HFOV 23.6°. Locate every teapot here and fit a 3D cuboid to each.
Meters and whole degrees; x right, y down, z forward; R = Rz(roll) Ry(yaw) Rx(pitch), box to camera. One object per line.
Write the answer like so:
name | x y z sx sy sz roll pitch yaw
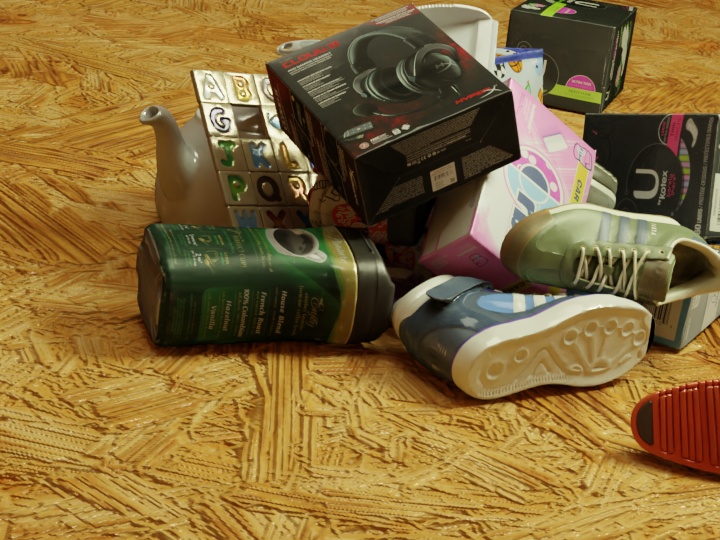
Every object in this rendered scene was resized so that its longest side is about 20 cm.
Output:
teapot | -0.097 -0.107 1.643 0.197 0.146 0.200 9 19 4

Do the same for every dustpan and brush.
dustpan and brush | 0.022 -0.200 1.623 0.200 0.057 0.140 -3 53 16

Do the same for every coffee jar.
coffee jar | -0.077 0.012 1.400 0.200 0.085 0.104 0 28 -18

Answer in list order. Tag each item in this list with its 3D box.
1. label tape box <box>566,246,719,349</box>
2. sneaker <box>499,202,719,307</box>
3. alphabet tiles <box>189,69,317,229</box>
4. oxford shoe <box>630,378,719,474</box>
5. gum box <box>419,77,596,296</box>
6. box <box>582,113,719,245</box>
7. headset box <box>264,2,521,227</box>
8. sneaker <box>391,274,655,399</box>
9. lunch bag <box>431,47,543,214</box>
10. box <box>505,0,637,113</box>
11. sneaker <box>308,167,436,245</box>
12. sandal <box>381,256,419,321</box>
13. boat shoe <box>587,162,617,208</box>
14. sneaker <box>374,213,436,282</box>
label tape box | 0.267 0.000 1.597 0.143 0.066 0.200 17 23 24
sneaker | 0.219 -0.009 1.419 0.200 0.067 0.090 -1 24 -34
alphabet tiles | -0.053 -0.104 1.575 0.200 0.167 0.008 -2 -21 -40
oxford shoe | 0.298 0.121 1.296 0.200 0.071 0.073 3 -9 -4
gum box | 0.132 -0.062 1.504 0.113 0.066 0.200 37 49 -24
box | 0.314 -0.089 1.693 0.106 0.122 0.200 6 0 -32
headset box | 0.021 -0.141 1.468 0.149 0.077 0.200 -24 41 -14
sneaker | 0.124 0.037 1.413 0.200 0.081 0.146 -11 30 -29
lunch bag | 0.093 -0.138 1.751 0.124 0.170 0.200 4 15 34
box | 0.288 -0.303 2.375 0.148 0.124 0.200 12 19 14
sneaker | 0.018 -0.083 1.551 0.108 0.067 0.201 9 25 12
sandal | -0.003 0.002 1.512 0.202 0.050 0.082 17 21 24
boat shoe | 0.159 -0.122 1.640 0.202 0.072 0.060 26 65 3
sneaker | 0.123 -0.023 1.610 0.201 0.067 0.108 -8 25 -28
